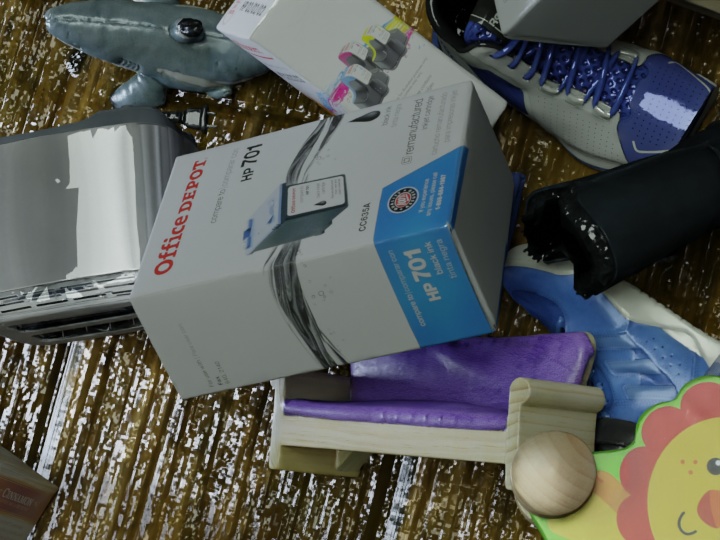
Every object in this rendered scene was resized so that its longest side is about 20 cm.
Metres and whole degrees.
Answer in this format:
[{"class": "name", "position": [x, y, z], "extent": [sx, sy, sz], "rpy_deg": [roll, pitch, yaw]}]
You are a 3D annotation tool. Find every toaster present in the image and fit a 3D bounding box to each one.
[{"class": "toaster", "position": [-0.180, -0.027, 1.480], "extent": [0.199, 0.114, 0.130], "rpy_deg": [-9, 77, 13]}]

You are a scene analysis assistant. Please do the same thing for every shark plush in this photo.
[{"class": "shark plush", "position": [-0.109, -0.144, 1.501], "extent": [0.199, 0.083, 0.091], "rpy_deg": [19, 82, 22]}]

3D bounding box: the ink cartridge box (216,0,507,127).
[{"class": "ink cartridge box", "position": [-0.017, -0.140, 1.401], "extent": [0.200, 0.115, 0.068], "rpy_deg": [36, 89, -16]}]

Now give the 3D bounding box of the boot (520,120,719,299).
[{"class": "boot", "position": [0.205, -0.029, 1.295], "extent": [0.168, 0.077, 0.200], "rpy_deg": [-23, 23, -24]}]

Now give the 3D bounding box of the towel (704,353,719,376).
[{"class": "towel", "position": [0.298, 0.046, 1.313], "extent": [0.147, 0.024, 0.200], "rpy_deg": [33, 68, 19]}]

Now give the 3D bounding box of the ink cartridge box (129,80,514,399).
[{"class": "ink cartridge box", "position": [-0.019, -0.017, 1.318], "extent": [0.199, 0.086, 0.147], "rpy_deg": [-12, 36, 18]}]

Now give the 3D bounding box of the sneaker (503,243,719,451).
[{"class": "sneaker", "position": [0.149, 0.072, 1.362], "extent": [0.200, 0.077, 0.111], "rpy_deg": [32, 78, 16]}]

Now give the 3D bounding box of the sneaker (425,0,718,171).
[{"class": "sneaker", "position": [0.116, -0.131, 1.408], "extent": [0.199, 0.115, 0.081], "rpy_deg": [26, 86, 22]}]

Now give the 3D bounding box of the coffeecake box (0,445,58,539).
[{"class": "coffeecake box", "position": [-0.301, 0.193, 1.435], "extent": [0.073, 0.153, 0.200], "rpy_deg": [30, 86, 23]}]

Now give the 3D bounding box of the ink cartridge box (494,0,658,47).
[{"class": "ink cartridge box", "position": [0.131, -0.256, 1.332], "extent": [0.145, 0.083, 0.201], "rpy_deg": [-42, 53, 51]}]

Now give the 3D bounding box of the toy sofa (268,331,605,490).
[{"class": "toy sofa", "position": [0.043, 0.080, 1.353], "extent": [0.199, 0.083, 0.098], "rpy_deg": [1, 84, 40]}]

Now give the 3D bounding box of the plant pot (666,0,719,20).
[{"class": "plant pot", "position": [0.236, -0.258, 1.385], "extent": [0.187, 0.187, 0.201], "rpy_deg": [23, 98, 22]}]

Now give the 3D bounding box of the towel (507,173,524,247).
[{"class": "towel", "position": [0.000, 0.000, 1.402], "extent": [0.199, 0.024, 0.147], "rpy_deg": [-12, 31, 20]}]

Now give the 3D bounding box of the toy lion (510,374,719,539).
[{"class": "toy lion", "position": [0.179, 0.157, 1.205], "extent": [0.191, 0.069, 0.201], "rpy_deg": [-3, 75, 6]}]
